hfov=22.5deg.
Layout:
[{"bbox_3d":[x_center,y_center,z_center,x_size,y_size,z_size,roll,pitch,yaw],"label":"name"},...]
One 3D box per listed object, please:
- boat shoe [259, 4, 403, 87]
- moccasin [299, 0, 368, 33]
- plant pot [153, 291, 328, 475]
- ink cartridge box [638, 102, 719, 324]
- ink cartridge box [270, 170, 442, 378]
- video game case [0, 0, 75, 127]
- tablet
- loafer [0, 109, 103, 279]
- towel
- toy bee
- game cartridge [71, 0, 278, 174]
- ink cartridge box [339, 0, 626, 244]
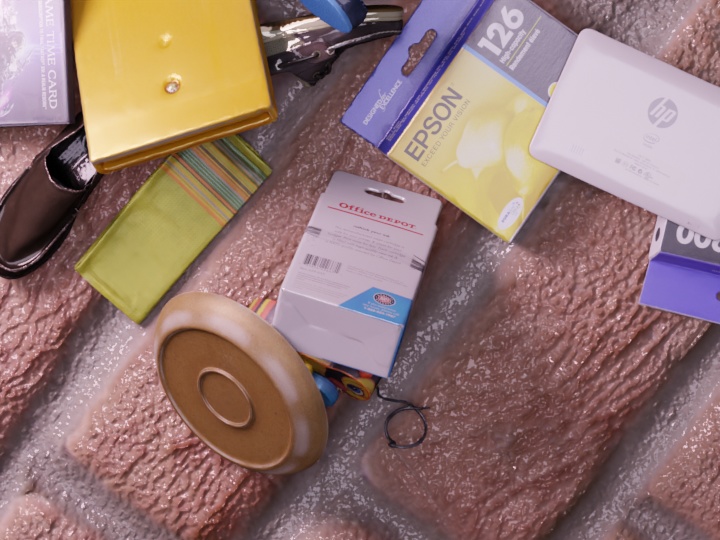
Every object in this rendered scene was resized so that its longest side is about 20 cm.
[{"bbox_3d":[-0.054,-0.203,1.688,0.199,0.072,0.067,-10,99,7],"label":"boat shoe"},{"bbox_3d":[-0.048,-0.296,1.640,0.068,0.081,0.200,-35,60,-9],"label":"moccasin"},{"bbox_3d":[-0.117,0.110,1.655,0.200,0.200,0.027,50,51,-2],"label":"plant pot"},{"bbox_3d":[0.379,-0.040,1.701,0.197,0.043,0.201,13,95,0],"label":"ink cartridge box"},{"bbox_3d":[0.000,0.000,1.661,0.115,0.200,0.067,17,127,4],"label":"ink cartridge box"},{"bbox_3d":[-0.363,-0.204,1.692,0.198,0.019,0.144,-1,93,15],"label":"video game case"},{"bbox_3d":[0.269,-0.125,1.671,0.199,0.014,0.131,24,92,0],"label":"tablet"},{"bbox_3d":[-0.289,-0.080,1.694,0.073,0.071,0.201,35,93,-1],"label":"loafer"},{"bbox_3d":[-0.178,-0.050,1.722,0.086,0.018,0.200,41,93,-1],"label":"towel"},{"bbox_3d":[-0.017,0.078,1.679,0.199,0.109,0.132,12,70,-8],"label":"toy bee"},{"bbox_3d":[-0.174,-0.201,1.657,0.175,0.032,0.201,-16,62,8],"label":"game cartridge"},{"bbox_3d":[0.115,-0.162,1.698,0.199,0.047,0.198,34,94,-3],"label":"ink cartridge box"}]
